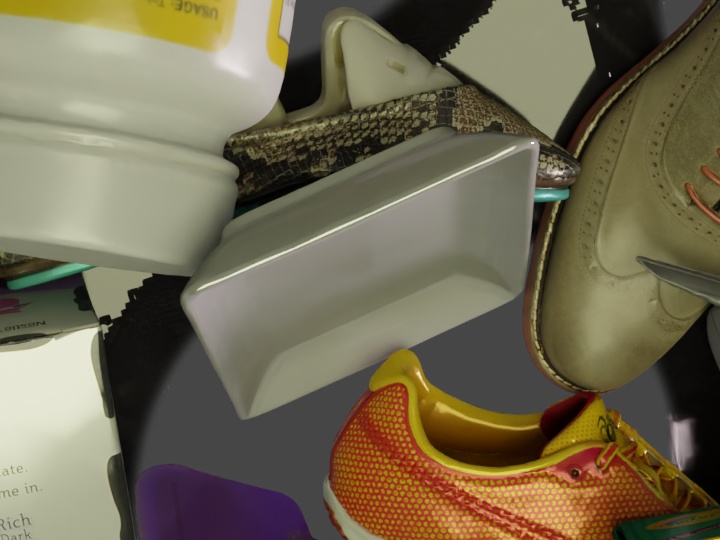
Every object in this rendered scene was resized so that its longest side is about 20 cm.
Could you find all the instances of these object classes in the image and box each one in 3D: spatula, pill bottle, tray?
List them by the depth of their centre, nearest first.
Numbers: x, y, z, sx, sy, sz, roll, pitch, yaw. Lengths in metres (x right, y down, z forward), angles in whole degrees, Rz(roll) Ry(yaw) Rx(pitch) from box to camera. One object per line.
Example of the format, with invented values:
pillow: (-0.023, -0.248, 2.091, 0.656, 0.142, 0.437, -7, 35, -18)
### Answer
pill bottle: (-0.072, -0.104, 0.767, 0.114, 0.114, 0.201, 9, 86, -12)
tray: (0.000, 0.000, 0.801, 0.107, 0.200, 0.022, -25, 77, -4)
spatula: (0.007, 0.117, 0.892, 0.200, 0.057, 0.021, 33, 112, -28)

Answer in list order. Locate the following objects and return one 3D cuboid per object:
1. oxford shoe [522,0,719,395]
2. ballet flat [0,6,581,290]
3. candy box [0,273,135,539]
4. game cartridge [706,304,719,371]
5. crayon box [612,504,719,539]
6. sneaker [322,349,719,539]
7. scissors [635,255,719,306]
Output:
oxford shoe: (0.119, -0.042, 0.860, 0.070, 0.075, 0.201, 28, 98, -16)
ballet flat: (-0.030, -0.045, 0.842, 0.199, 0.068, 0.076, -9, 94, -5)
candy box: (-0.153, 0.116, 0.854, 0.167, 0.072, 0.201, -9, 106, -8)
game cartridge: (0.213, 0.060, 0.885, 0.133, 0.042, 0.200, -40, 92, -11)
crayon box: (0.188, 0.122, 0.825, 0.199, 0.058, 0.120, -12, 93, 0)
sneaker: (0.087, 0.087, 0.877, 0.199, 0.073, 0.077, 21, 109, -7)
scissors: (0.186, 0.026, 0.862, 0.200, 0.014, 0.073, 34, 79, -5)
